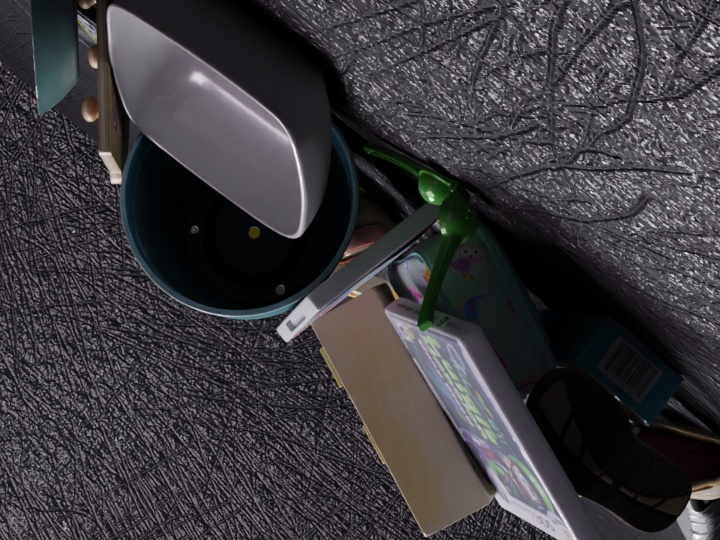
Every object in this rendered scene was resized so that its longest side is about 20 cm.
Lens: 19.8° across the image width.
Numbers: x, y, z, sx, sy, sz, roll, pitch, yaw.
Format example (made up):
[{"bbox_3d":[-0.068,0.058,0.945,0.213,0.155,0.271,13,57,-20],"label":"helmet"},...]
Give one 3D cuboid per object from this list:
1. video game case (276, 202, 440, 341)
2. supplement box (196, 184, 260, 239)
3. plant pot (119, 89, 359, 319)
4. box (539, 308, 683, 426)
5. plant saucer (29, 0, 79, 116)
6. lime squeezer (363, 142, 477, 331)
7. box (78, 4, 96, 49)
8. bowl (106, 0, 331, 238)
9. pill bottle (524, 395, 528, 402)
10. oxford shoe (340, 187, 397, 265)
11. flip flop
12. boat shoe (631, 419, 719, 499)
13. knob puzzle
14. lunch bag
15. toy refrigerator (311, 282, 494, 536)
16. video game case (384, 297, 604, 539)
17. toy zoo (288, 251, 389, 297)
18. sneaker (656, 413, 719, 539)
[{"bbox_3d":[0.000,0.000,1.734,0.017,0.143,0.200,52,167,1],"label":"video game case"},{"bbox_3d":[-0.106,-0.087,1.991,0.109,0.110,0.200,38,174,2],"label":"supplement box"},{"bbox_3d":[-0.098,-0.045,1.787,0.200,0.200,0.188,38,173,7],"label":"plant pot"},{"bbox_3d":[0.192,0.077,1.700,0.082,0.049,0.200,40,174,-9],"label":"box"},{"bbox_3d":[-0.250,-0.228,1.679,0.036,0.202,0.200,-3,178,-6],"label":"plant saucer"},{"bbox_3d":[0.055,-0.044,1.581,0.038,0.071,0.201,23,-145,-36],"label":"lime squeezer"},{"bbox_3d":[-0.233,-0.230,2.000,0.193,0.048,0.200,39,175,20],"label":"box"},{"bbox_3d":[-0.099,-0.135,1.611,0.199,0.075,0.200,36,157,16],"label":"bowl"},{"bbox_3d":[0.182,0.140,1.920,0.116,0.117,0.200,36,174,24],"label":"pill bottle"},{"bbox_3d":[0.002,-0.046,1.960,0.200,0.070,0.074,55,-167,-84],"label":"oxford shoe"},{"bbox_3d":[0.192,0.141,1.635,0.200,0.081,0.058,37,-170,-37],"label":"flip flop"},{"bbox_3d":[0.221,0.151,1.717,0.198,0.074,0.069,2,165,-1],"label":"boat shoe"},{"bbox_3d":[-0.216,-0.172,1.729,0.030,0.222,0.220,-2,173,-1],"label":"knob puzzle"},{"bbox_3d":[0.093,0.044,1.704,0.161,0.077,0.200,61,172,1],"label":"lunch bag"},{"bbox_3d":[0.035,0.116,1.716,0.201,0.070,0.076,62,-171,1],"label":"toy refrigerator"},{"bbox_3d":[0.100,0.118,1.595,0.201,0.023,0.182,59,168,-14],"label":"video game case"},{"bbox_3d":[0.003,0.017,1.969,0.130,0.021,0.200,18,177,10],"label":"toy zoo"},{"bbox_3d":[0.292,0.185,1.863,0.115,0.075,0.200,41,166,33],"label":"sneaker"}]
